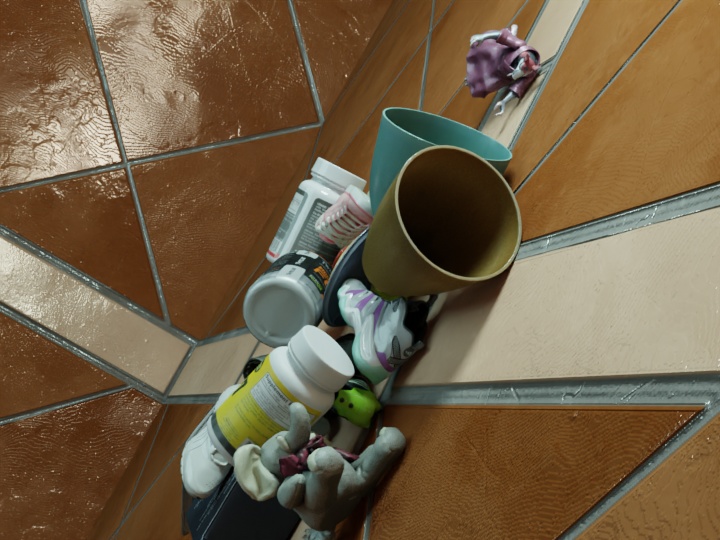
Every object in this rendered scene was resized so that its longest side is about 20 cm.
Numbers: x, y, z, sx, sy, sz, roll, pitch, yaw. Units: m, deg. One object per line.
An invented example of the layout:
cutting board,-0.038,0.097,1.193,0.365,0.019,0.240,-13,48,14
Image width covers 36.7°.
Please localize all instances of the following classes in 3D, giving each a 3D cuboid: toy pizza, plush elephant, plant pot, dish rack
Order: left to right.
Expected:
dish rack,-0.246,0.334,1.827,0.172,0.043,0.200,-54,-26,-60
plush elephant,-0.065,0.246,1.393,0.164,0.155,0.200,-14,-42,-44
toy pizza,0.000,0.000,1.712,0.200,0.032,0.200,-42,-28,-29
plant pot,0.084,-0.040,1.464,0.200,0.186,0.187,-39,23,56
plant pot,0.102,-0.130,1.611,0.201,0.200,0.161,-93,21,-68

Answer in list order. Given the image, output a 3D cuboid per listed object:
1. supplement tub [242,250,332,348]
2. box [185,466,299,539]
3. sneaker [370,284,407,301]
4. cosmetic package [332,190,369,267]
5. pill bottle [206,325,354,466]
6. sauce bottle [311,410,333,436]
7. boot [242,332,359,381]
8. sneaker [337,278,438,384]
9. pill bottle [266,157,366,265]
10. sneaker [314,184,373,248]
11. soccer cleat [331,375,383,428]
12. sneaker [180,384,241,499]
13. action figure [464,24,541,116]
supplement tub,-0.107,0.040,1.755,0.123,0.122,0.200,-54,2,20
box,-0.165,0.343,1.669,0.197,0.117,0.200,-59,12,-4
sneaker,0.047,0.018,1.724,0.200,0.076,0.105,-63,13,-18
cosmetic package,0.039,-0.061,1.878,0.073,0.103,0.200,-39,24,57
pill bottle,-0.108,0.178,1.497,0.200,0.114,0.114,-46,15,14
sauce bottle,-0.069,0.203,1.755,0.065,0.065,0.200,-54,13,19
boot,-0.083,0.147,1.665,0.200,0.073,0.182,-17,-7,-25
sneaker,0.049,0.060,1.579,0.140,0.078,0.200,-33,43,14
pill bottle,-0.074,-0.087,1.901,0.200,0.114,0.114,-63,12,4
sneaker,-0.016,-0.079,1.759,0.105,0.075,0.200,-50,11,1
soccer cleat,-0.026,0.181,1.602,0.068,0.081,0.200,-59,13,-4
sneaker,-0.204,0.248,1.629,0.087,0.074,0.200,-30,30,54
action figure,0.253,-0.337,1.804,0.149,0.134,0.200,-18,16,-20
